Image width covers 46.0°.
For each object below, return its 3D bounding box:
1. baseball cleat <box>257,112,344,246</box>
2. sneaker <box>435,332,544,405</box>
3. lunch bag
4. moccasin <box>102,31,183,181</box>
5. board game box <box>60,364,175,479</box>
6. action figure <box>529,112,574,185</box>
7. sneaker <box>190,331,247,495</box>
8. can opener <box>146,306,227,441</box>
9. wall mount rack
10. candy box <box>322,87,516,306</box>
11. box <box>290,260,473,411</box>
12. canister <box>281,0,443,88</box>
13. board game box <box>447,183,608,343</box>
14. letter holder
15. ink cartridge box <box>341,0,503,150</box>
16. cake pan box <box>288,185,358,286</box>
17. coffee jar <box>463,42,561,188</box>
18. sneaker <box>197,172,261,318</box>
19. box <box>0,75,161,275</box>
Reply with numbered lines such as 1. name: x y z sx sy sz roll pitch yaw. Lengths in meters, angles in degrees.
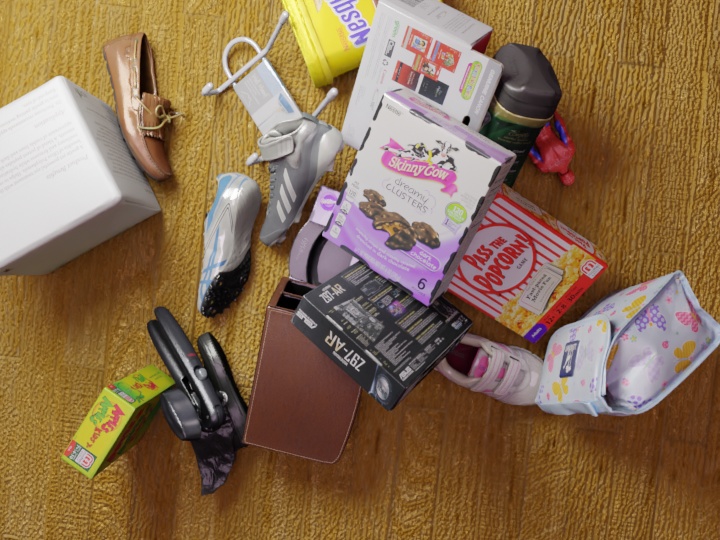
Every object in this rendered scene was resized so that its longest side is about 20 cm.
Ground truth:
1. baseball cleat: -0.104 -0.125 1.124 0.105 0.070 0.201 27 119 -19
2. sneaker: 0.171 0.134 1.144 0.196 0.088 0.083 17 92 1
3. lunch bag: 0.324 0.105 1.073 0.199 0.170 0.128 -40 91 -16
4. moccasin: -0.291 -0.224 1.163 0.076 0.074 0.205 -15 81 10
5. board game box: -0.309 0.191 1.105 0.047 0.200 0.103 33 92 0
6. action figure: 0.236 -0.204 1.146 0.065 0.052 0.202 -30 96 9
7. sneaker: -0.211 0.197 1.172 0.103 0.060 0.203 -24 94 -2
8. can opener: -0.234 0.130 1.125 0.063 0.078 0.202 -43 59 26
9. wall mount rack: -0.115 -0.239 1.134 0.173 0.074 0.202 -34 90 24
10. candy box: 0.068 -0.091 1.031 0.166 0.071 0.202 33 117 14
11. box: 0.031 0.062 1.032 0.160 0.199 0.044 40 124 12
12. canister: 0.002 -0.355 1.139 0.197 0.087 0.151 -23 91 1
13. board game box: 0.196 -0.013 1.106 0.198 0.047 0.152 30 119 -15
14. letter holder: -0.064 0.134 1.116 0.139 0.101 0.204 13 111 2
15. ink cartridge box: 0.085 -0.223 1.074 0.174 0.084 0.202 30 130 12
16. cake pan box: 0.000 0.000 1.166 0.197 0.052 0.187 21 90 2
17. coffee jar: 0.179 -0.181 1.077 0.084 0.201 0.106 5 50 -16
18. sneaker: -0.189 -0.035 1.170 0.072 0.071 0.204 22 100 35
19. box: -0.399 -0.113 1.101 0.196 0.200 0.174 -28 89 2
